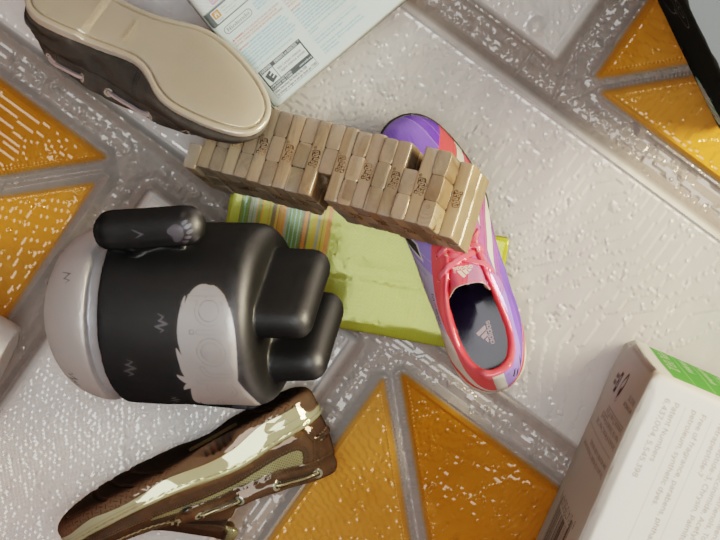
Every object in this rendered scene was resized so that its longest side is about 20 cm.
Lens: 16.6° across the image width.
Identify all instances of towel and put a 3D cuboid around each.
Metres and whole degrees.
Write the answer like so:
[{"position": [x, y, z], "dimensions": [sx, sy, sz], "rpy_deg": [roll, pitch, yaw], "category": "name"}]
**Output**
[{"position": [0.000, 0.000, 1.724], "dimensions": [0.198, 0.018, 0.087], "rpy_deg": [11, 98, 1], "category": "towel"}]

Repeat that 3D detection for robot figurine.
[{"position": [-0.115, 0.027, 1.664], "dimensions": [0.198, 0.125, 0.152], "rpy_deg": [0, 97, 19], "category": "robot figurine"}]

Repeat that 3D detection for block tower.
[{"position": [-0.017, -0.066, 1.658], "dimensions": [0.198, 0.054, 0.058], "rpy_deg": [13, 78, 24], "category": "block tower"}]

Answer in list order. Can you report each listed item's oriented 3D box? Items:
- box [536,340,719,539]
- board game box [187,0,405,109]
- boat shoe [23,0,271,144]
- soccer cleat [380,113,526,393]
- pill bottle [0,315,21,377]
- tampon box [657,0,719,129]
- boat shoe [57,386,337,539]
[{"position": [0.222, 0.176, 1.637], "dimensions": [0.170, 0.199, 0.201], "rpy_deg": [24, 95, -1], "category": "box"}, {"position": [-0.065, -0.234, 1.684], "dimensions": [0.147, 0.064, 0.200], "rpy_deg": [-39, 94, 3], "category": "board game box"}, {"position": [-0.142, -0.137, 1.674], "dimensions": [0.199, 0.057, 0.067], "rpy_deg": [31, 63, 17], "category": "boat shoe"}, {"position": [0.064, -0.015, 1.672], "dimensions": [0.068, 0.073, 0.202], "rpy_deg": [-19, 86, -1], "category": "soccer cleat"}, {"position": [-0.338, 0.027, 1.687], "dimensions": [0.199, 0.111, 0.112], "rpy_deg": [29, 95, 0], "category": "pill bottle"}, {"position": [0.257, -0.206, 1.632], "dimensions": [0.126, 0.150, 0.201], "rpy_deg": [-27, 93, 3], "category": "tampon box"}, {"position": [-0.109, 0.159, 1.711], "dimensions": [0.201, 0.075, 0.075], "rpy_deg": [-27, 99, 3], "category": "boat shoe"}]
